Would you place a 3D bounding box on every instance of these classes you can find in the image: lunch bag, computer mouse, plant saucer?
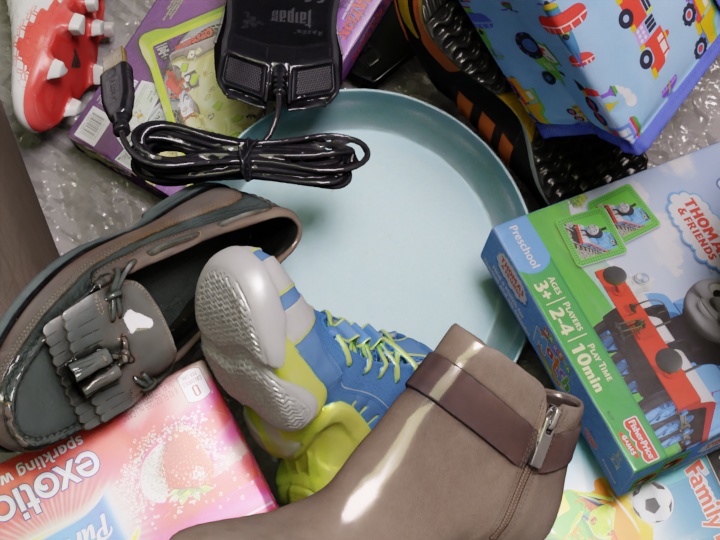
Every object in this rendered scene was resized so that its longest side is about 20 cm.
[{"bbox_3d":[0.145,-0.184,0.693,0.200,0.094,0.151,-44,117,-13],"label":"lunch bag"},{"bbox_3d":[-0.072,-0.118,0.759,0.138,0.046,0.202,-1,57,-8],"label":"computer mouse"},{"bbox_3d":[0.000,0.000,0.769,0.197,0.027,0.203,1,80,-6],"label":"plant saucer"}]

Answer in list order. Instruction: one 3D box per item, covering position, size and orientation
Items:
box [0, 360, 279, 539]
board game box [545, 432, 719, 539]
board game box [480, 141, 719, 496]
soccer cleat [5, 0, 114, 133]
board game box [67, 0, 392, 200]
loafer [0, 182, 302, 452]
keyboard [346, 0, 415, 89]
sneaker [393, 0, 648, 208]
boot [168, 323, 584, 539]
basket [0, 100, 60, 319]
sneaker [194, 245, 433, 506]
[{"bbox_3d":[-0.142,0.139,0.683,0.198,0.096,0.101,-26,80,-13],"label":"box"},{"bbox_3d":[0.142,0.157,0.721,0.198,0.047,0.153,-19,71,-10],"label":"board game box"},{"bbox_3d":[0.186,0.013,0.742,0.198,0.037,0.152,-20,65,-19],"label":"board game box"},{"bbox_3d":[-0.190,-0.171,0.827,0.084,0.069,0.203,4,65,8],"label":"soccer cleat"},{"bbox_3d":[-0.070,-0.130,0.819,0.119,0.032,0.201,29,78,13],"label":"board game box"},{"bbox_3d":[-0.102,0.016,0.662,0.062,0.073,0.200,4,34,34],"label":"loafer"},{"bbox_3d":[0.067,-0.179,0.854,0.199,0.040,0.104,-39,65,-2],"label":"keyboard"},{"bbox_3d":[0.090,-0.102,0.788,0.070,0.090,0.200,-43,117,-3],"label":"sneaker"},{"bbox_3d":[0.017,0.094,0.630,0.070,0.199,0.148,32,96,46],"label":"boot"},{"bbox_3d":[-0.238,-0.019,0.729,0.178,0.136,0.202,-14,66,-3],"label":"basket"},{"bbox_3d":[-0.011,0.046,0.674,0.105,0.201,0.075,-37,49,-21],"label":"sneaker"}]
